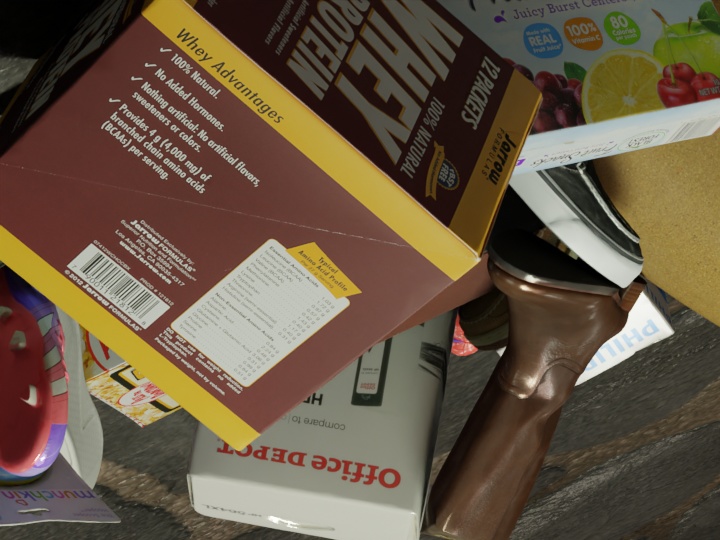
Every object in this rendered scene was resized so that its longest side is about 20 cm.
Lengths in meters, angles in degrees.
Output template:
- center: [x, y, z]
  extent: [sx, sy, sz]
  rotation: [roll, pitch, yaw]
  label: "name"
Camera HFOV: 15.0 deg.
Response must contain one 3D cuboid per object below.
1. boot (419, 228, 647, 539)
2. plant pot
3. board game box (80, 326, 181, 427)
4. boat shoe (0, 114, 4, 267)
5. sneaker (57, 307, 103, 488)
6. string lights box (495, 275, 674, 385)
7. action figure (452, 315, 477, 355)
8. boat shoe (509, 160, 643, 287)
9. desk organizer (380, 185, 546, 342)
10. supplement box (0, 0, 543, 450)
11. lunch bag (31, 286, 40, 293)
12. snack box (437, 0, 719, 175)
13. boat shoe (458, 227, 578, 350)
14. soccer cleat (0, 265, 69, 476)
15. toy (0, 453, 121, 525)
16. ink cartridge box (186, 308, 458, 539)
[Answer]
- center: [0.080, 0.079, 1.589]
  extent: [0.201, 0.064, 0.186]
  rotation: [-59, 152, 10]
  label: "boot"
- center: [0.208, -0.058, 1.637]
  extent: [0.186, 0.200, 0.186]
  rotation: [-38, 177, -2]
  label: "plant pot"
- center: [-0.089, 0.032, 1.841]
  extent: [0.199, 0.047, 0.152]
  rotation: [-26, 162, 5]
  label: "board game box"
- center: [-0.216, -0.029, 1.495]
  extent: [0.200, 0.072, 0.068]
  rotation: [-37, 174, 32]
  label: "boat shoe"
- center: [-0.227, 0.069, 1.732]
  extent: [0.098, 0.071, 0.201]
  rotation: [6, 140, 11]
  label: "sneaker"
- center: [0.137, -0.010, 1.786]
  extent: [0.102, 0.200, 0.059]
  rotation: [-30, 120, 16]
  label: "string lights box"
- center: [0.041, 0.014, 1.851]
  extent: [0.098, 0.066, 0.200]
  rotation: [9, -171, -3]
  label: "action figure"
- center: [0.104, -0.081, 1.536]
  extent: [0.068, 0.200, 0.074]
  rotation: [-40, -175, 9]
  label: "boat shoe"
- center: [0.000, 0.000, 1.572]
  extent: [0.199, 0.072, 0.077]
  rotation: [-24, 160, -29]
  label: "desk organizer"
- center: [-0.056, -0.058, 1.336]
  extent: [0.200, 0.197, 0.133]
  rotation: [-39, -162, 39]
  label: "supplement box"
- center: [-0.090, -0.058, 1.540]
  extent: [0.200, 0.083, 0.160]
  rotation: [-34, 163, 29]
  label: "lunch bag"
- center: [0.098, -0.130, 1.473]
  extent: [0.199, 0.143, 0.053]
  rotation: [-13, 158, -32]
  label: "snack box"
- center: [0.105, -0.042, 1.725]
  extent: [0.071, 0.076, 0.201]
  rotation: [-9, -139, 43]
  label: "boat shoe"
- center: [-0.188, 0.048, 1.532]
  extent: [0.076, 0.200, 0.067]
  rotation: [29, 109, -36]
  label: "soccer cleat"
- center: [-0.227, 0.073, 1.573]
  extent: [0.115, 0.200, 0.047]
  rotation: [2, 117, -43]
  label: "toy"
- center: [-0.018, 0.057, 1.684]
  extent: [0.145, 0.201, 0.084]
  rotation: [9, 160, 2]
  label: "ink cartridge box"
